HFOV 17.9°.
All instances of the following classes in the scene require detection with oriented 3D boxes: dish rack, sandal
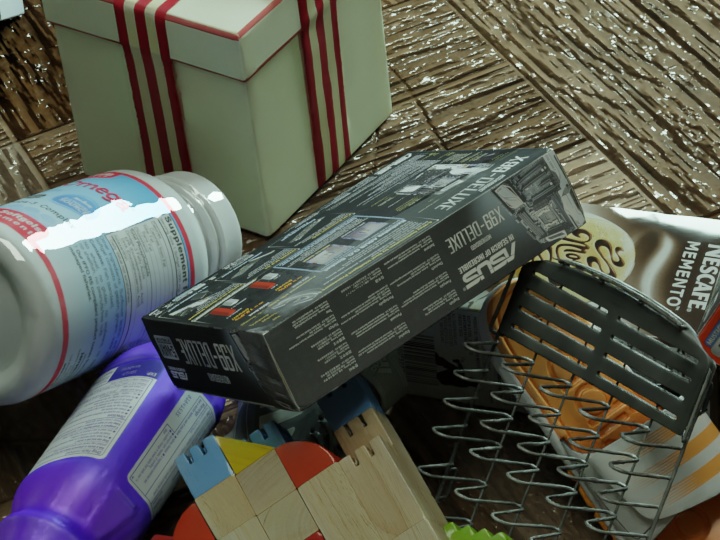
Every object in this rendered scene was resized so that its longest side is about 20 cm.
[{"bbox_3d":[0.095,0.098,1.188,0.153,0.200,0.054,29,15,37],"label":"dish rack"},{"bbox_3d":[0.140,0.082,1.227,0.079,0.059,0.207,-38,79,-21],"label":"sandal"}]

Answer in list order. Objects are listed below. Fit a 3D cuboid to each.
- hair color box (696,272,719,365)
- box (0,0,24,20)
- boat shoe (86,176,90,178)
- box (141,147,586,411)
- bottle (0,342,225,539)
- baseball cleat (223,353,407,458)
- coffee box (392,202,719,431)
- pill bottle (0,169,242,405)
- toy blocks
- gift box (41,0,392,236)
[{"bbox_3d":[0.292,0.038,1.253,0.200,0.064,0.111,28,46,2],"label":"hair color box"},{"bbox_3d":[-0.350,-0.187,1.646,0.199,0.041,0.156,-9,8,-1],"label":"box"},{"bbox_3d":[-0.235,0.002,1.438,0.200,0.063,0.073,-28,46,-21],"label":"boat shoe"},{"bbox_3d":[0.000,0.000,1.244,0.200,0.050,0.158,-33,17,-24],"label":"box"},{"bbox_3d":[-0.148,0.125,1.267,0.083,0.065,0.200,-22,26,40],"label":"bottle"},{"bbox_3d":[-0.025,0.087,1.294,0.106,0.070,0.200,-12,40,6],"label":"baseball cleat"},{"bbox_3d":[0.127,0.023,1.344,0.199,0.080,0.113,8,42,18],"label":"coffee box"},{"bbox_3d":[-0.161,0.001,1.360,0.109,0.109,0.200,19,24,28],"label":"pill bottle"},{"bbox_3d":[-0.041,0.136,1.175,0.200,0.100,0.137,-34,65,7],"label":"toy blocks"},{"bbox_3d":[-0.090,-0.167,1.523,0.184,0.187,0.200,15,45,24],"label":"gift box"}]
